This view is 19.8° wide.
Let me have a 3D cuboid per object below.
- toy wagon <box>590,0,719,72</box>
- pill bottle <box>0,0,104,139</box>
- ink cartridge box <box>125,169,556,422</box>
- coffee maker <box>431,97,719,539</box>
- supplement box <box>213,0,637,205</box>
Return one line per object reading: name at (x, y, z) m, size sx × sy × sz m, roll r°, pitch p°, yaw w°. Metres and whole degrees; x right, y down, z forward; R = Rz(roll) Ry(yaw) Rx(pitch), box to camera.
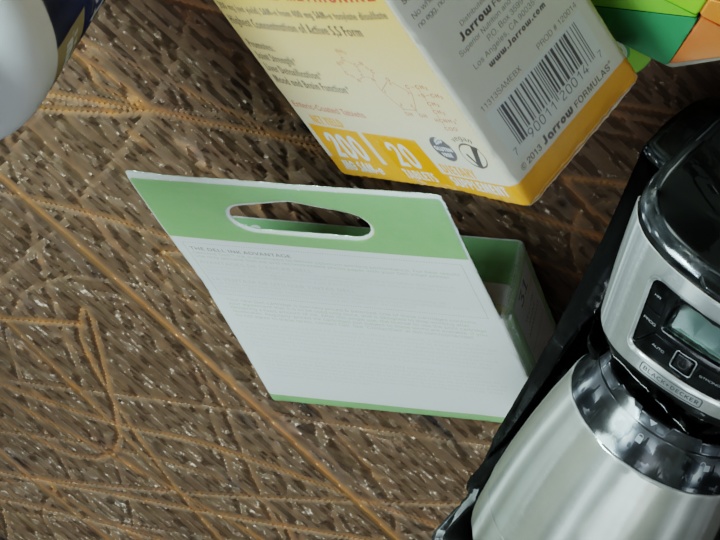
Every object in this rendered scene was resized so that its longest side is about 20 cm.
toy wagon at (0.112, -0.128, 0.749) m, size 0.154 × 0.040 × 0.200 m, roll 26°, pitch 140°, yaw -2°
pill bottle at (-0.150, -0.116, 0.762) m, size 0.110 × 0.201 × 0.111 m, roll 13°, pitch 140°, yaw 12°
ink cartridge box at (0.000, 0.000, 0.906) m, size 0.144 × 0.048 × 0.200 m, roll 5°, pitch 149°, yaw 22°
coffee maker at (0.130, 0.036, 0.843) m, size 0.134 × 0.193 × 0.201 m, roll 21°, pitch 124°, yaw -8°
supplement box at (-0.005, -0.122, 0.748) m, size 0.126 × 0.074 × 0.200 m, roll 13°, pitch 146°, yaw 55°
